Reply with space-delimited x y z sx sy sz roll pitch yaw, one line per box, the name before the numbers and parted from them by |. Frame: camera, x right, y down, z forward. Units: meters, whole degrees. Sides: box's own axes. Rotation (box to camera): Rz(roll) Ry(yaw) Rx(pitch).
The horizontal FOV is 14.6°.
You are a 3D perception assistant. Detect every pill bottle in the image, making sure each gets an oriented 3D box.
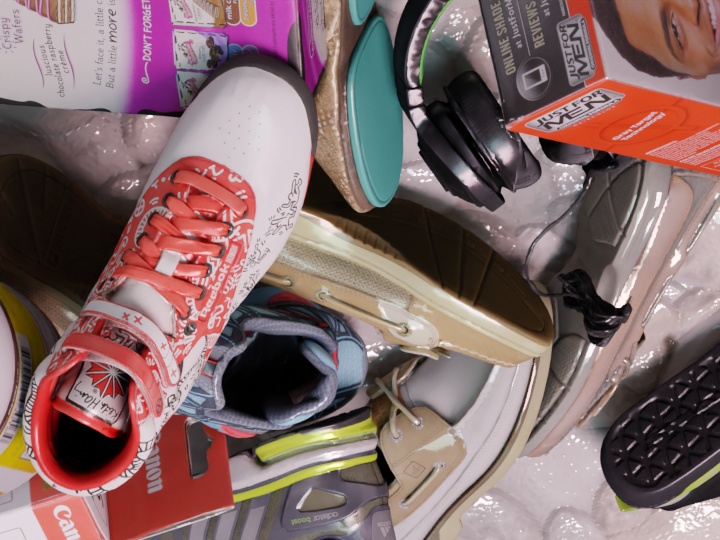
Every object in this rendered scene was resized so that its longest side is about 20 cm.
pill bottle | -0.194 0.051 1.285 0.109 0.109 0.200 -15 172 3

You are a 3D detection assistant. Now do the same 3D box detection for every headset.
headset | 0.089 -0.064 1.346 0.123 0.094 0.200 -17 120 -6

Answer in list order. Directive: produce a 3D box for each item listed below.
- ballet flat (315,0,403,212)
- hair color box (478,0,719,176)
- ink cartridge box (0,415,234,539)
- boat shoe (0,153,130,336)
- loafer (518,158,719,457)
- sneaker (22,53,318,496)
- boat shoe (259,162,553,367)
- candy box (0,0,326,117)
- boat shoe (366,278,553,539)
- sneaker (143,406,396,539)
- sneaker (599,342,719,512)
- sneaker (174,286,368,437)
ballet flat | -0.021 -0.116 1.325 0.065 0.071 0.200 8 128 18
hair color box | 0.138 -0.106 1.269 0.061 0.102 0.200 -24 160 37
ink cartridge box | -0.169 0.101 1.432 0.200 0.109 0.050 -18 129 5
boat shoe | -0.138 0.003 1.396 0.064 0.071 0.200 -3 147 40
loafer | 0.131 0.019 1.445 0.063 0.072 0.200 8 124 -24
sneaker | -0.082 0.007 1.220 0.067 0.108 0.202 29 112 -1
boat shoe | -0.001 0.001 1.390 0.200 0.073 0.063 24 119 -11
candy box | -0.119 -0.141 1.246 0.200 0.061 0.137 5 129 9
boat shoe | 0.036 0.084 1.474 0.068 0.075 0.200 13 124 -22
sneaker | -0.065 0.143 1.471 0.200 0.081 0.074 -28 169 33
sneaker | 0.219 0.070 1.512 0.200 0.072 0.083 -28 153 13
sneaker | -0.046 0.055 1.380 0.200 0.095 0.079 8 101 -57
